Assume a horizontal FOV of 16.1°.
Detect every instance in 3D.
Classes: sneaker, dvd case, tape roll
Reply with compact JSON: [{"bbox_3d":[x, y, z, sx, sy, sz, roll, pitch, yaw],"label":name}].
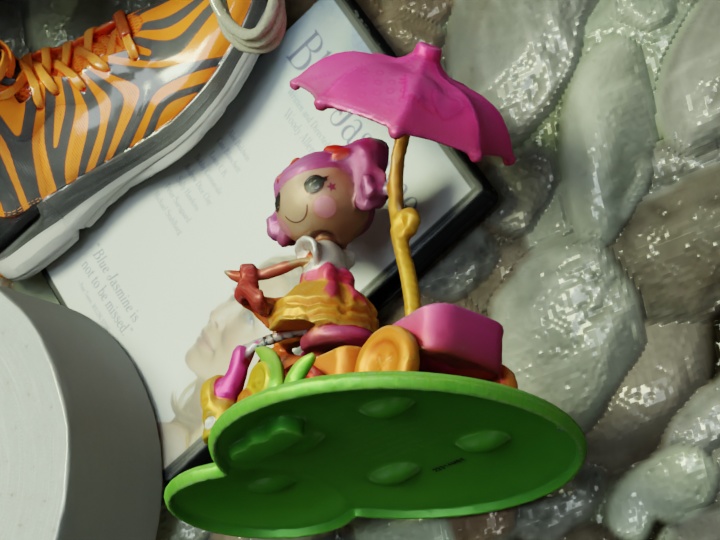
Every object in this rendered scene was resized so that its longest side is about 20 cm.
[{"bbox_3d":[-0.137,-0.089,1.177,0.200,0.112,0.078,-43,29,11],"label":"sneaker"},{"bbox_3d":[-0.046,-0.016,1.161,0.200,0.018,0.143,-43,55,12],"label":"dvd case"},{"bbox_3d":[-0.187,0.104,1.167,0.200,0.066,0.200,-12,70,34],"label":"tape roll"}]

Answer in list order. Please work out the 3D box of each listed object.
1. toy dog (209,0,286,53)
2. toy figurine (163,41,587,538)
[{"bbox_3d":[-0.042,-0.185,1.142,0.200,0.096,0.132,40,120,42],"label":"toy dog"},{"bbox_3d":[0.000,0.000,1.065,0.200,0.150,0.184,-26,54,44],"label":"toy figurine"}]
